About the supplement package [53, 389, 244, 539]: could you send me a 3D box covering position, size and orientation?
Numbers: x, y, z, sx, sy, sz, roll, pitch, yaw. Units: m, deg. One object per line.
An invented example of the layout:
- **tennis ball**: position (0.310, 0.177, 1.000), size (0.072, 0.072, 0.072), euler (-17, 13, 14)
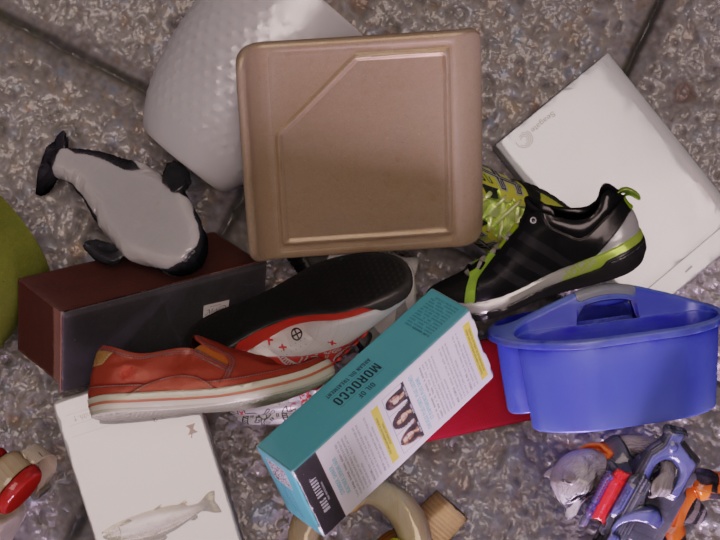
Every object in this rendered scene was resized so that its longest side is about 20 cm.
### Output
- **supplement package**: position (-0.167, 0.188, 1.485), size (0.116, 0.117, 0.202), euler (-18, 86, -7)

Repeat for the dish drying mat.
- **dish drying mat**: position (0.094, 0.099, 1.530), size (0.198, 0.018, 0.078), euler (-10, 95, -22)

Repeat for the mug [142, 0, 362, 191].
- **mug**: position (-0.077, -0.147, 1.519), size (0.200, 0.148, 0.176), euler (38, 93, -25)

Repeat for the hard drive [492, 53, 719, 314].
- **hard drive**: position (0.228, -0.072, 1.579), size (0.132, 0.027, 0.200), euler (-38, 88, -6)

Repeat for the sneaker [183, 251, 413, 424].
- **sneaker**: position (-0.037, 0.060, 1.489), size (0.200, 0.108, 0.068), euler (-21, 42, 9)

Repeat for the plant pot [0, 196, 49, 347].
- **plant pot**: position (-0.361, 0.027, 1.474), size (0.200, 0.187, 0.188), euler (-38, 88, -21)

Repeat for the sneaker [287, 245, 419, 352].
- **sneaker**: position (0.000, 0.000, 1.539), size (0.088, 0.074, 0.200), euler (-40, 99, -7)

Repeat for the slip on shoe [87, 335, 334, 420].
- **slip on shoe**: position (-0.116, 0.080, 1.413), size (0.198, 0.074, 0.062), euler (-3, 78, -14)

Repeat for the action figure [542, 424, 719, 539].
- **action figure**: position (0.227, 0.210, 1.488), size (0.192, 0.105, 0.201), euler (28, 104, -25)

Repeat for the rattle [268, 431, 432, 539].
- **rattle**: position (-0.032, 0.196, 1.460), size (0.130, 0.142, 0.202), euler (-28, 77, 31)

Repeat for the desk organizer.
- **desk organizer**: position (-0.181, 0.030, 1.494), size (0.199, 0.077, 0.072), euler (-15, 121, -36)

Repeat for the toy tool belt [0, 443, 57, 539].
- **toy tool belt**: position (-0.339, 0.186, 1.453), size (0.123, 0.201, 0.125), euler (41, 40, 9)

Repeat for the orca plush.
- **orca plush**: position (-0.194, -0.040, 1.514), size (0.199, 0.071, 0.106), euler (17, 67, 30)

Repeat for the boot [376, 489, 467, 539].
- **boot**: position (0.085, 0.300, 1.520), size (0.201, 0.071, 0.144), euler (41, 89, 6)

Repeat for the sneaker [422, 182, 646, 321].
- **sneaker**: position (0.140, -0.021, 1.493), size (0.198, 0.072, 0.083), euler (-18, 104, 10)

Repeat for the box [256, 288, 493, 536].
- **box**: position (0.015, 0.112, 1.439), size (0.200, 0.049, 0.083), euler (-41, 133, -20)

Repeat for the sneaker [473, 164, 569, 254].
- **sneaker**: position (0.102, -0.052, 1.537), size (0.199, 0.076, 0.076), euler (25, 102, 3)

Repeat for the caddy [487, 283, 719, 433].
- **caddy**: position (0.204, 0.063, 1.484), size (0.198, 0.141, 0.106), euler (-7, 99, -14)

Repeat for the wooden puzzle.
- **wooden puzzle**: position (0.001, -0.102, 1.455), size (0.198, 0.037, 0.187), euler (-6, 116, -7)
